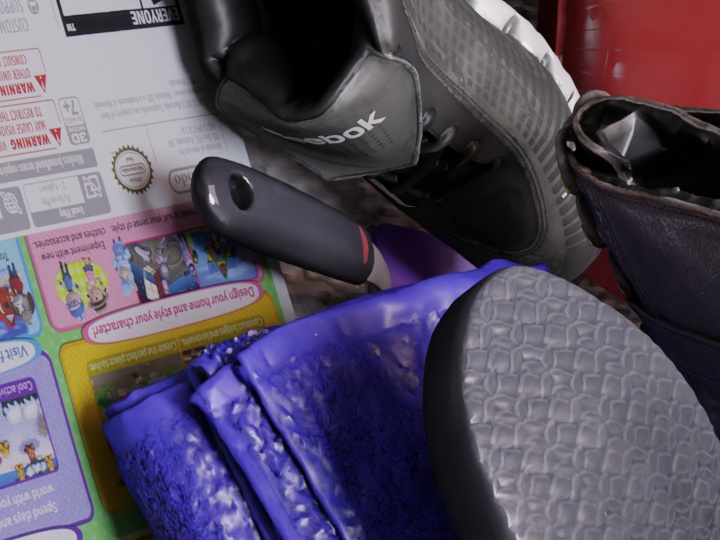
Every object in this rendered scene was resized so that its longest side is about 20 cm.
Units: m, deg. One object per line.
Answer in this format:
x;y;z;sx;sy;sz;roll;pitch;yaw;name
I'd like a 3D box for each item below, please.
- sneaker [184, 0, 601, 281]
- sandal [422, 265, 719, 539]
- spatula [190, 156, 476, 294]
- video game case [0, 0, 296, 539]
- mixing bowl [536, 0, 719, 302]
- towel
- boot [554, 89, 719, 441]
0.001;-0.052;0.745;0.200;0.066;0.091;53;31;-32;sneaker
0.070;0.091;0.651;0.200;0.043;0.076;56;46;-16;sandal
0.000;0.000;0.766;0.200;0.020;0.057;33;46;-66;spatula
-0.081;0.006;0.662;0.200;0.022;0.183;-15;88;-58;video game case
0.108;-0.061;0.860;0.200;0.108;0.201;3;90;-90;mixing bowl
0.040;0.096;0.674;0.147;0.050;0.201;-19;78;-42;towel
0.094;0.024;0.749;0.069;0.200;0.174;-45;122;-26;boot
